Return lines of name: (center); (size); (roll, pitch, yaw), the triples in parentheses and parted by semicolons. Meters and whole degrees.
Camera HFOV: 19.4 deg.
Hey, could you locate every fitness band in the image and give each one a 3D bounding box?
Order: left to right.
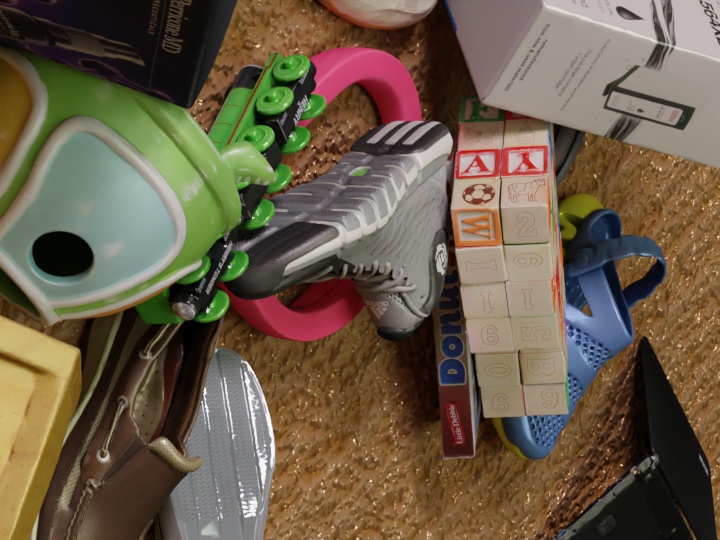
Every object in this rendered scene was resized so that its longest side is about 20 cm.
fitness band: (-0.022, -0.047, 1.271); (0.200, 0.037, 0.144); (-48, 129, -38)

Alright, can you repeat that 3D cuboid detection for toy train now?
toy train: (-0.073, -0.048, 1.153); (0.042, 0.056, 0.201); (66, 34, -39)

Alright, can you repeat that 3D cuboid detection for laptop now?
laptop: (0.204, 0.189, 1.636); (0.200, 0.103, 0.178); (-40, 131, -9)

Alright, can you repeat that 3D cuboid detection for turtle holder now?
turtle holder: (-0.143, -0.058, 1.021); (0.132, 0.141, 0.186); (-47, 145, -15)

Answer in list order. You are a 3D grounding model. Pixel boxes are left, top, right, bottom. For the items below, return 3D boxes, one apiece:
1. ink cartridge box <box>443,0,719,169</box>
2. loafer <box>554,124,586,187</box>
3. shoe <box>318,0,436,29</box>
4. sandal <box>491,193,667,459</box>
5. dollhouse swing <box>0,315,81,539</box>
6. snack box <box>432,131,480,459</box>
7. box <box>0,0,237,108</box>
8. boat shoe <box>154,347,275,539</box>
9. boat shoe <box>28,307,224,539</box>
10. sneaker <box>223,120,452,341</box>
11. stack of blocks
ink cartridge box: (0.160, -0.156, 1.332); (0.199, 0.147, 0.085); (12, 129, -27)
loafer: (0.123, -0.145, 1.429); (0.063, 0.072, 0.201); (30, 65, -30)
shoe: (-0.005, -0.193, 1.248); (0.200, 0.053, 0.070); (25, 77, -52)
sandal: (0.153, 0.040, 1.477); (0.079, 0.087, 0.201); (40, 66, -51)
dollhouse swing: (-0.247, 0.110, 0.999); (0.182, 0.175, 0.201); (122, -14, -76)
snack box: (0.060, 0.016, 1.369); (0.072, 0.024, 0.202); (-74, 160, -70)
box: (-0.142, -0.169, 0.914); (0.148, 0.199, 0.105); (119, -10, -73)
boat shoe: (-0.091, 0.147, 1.191); (0.073, 0.067, 0.202); (8, 69, -24)
boat shoe: (-0.124, 0.098, 1.126); (0.075, 0.074, 0.204); (23, 78, -52)
sneaker: (0.000, 0.000, 1.219); (0.200, 0.075, 0.116); (-36, 124, -44)
stack of blocks: (0.098, 0.002, 1.344); (0.116, 0.058, 0.201); (-83, 168, -49)
